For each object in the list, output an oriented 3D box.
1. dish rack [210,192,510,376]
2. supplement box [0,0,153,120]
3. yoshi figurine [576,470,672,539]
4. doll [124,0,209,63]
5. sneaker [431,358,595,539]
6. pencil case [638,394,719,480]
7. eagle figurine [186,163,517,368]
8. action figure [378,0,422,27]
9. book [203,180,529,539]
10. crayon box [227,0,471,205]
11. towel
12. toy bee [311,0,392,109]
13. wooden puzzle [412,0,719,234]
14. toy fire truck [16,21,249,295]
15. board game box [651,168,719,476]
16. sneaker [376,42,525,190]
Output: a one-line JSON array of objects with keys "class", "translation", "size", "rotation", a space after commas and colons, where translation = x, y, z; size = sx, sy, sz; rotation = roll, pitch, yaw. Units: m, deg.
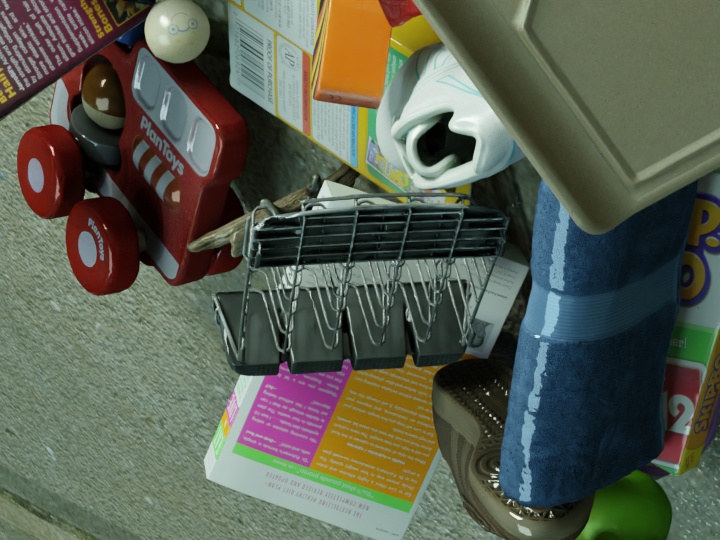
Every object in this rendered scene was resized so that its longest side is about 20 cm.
[{"class": "dish rack", "translation": [0.000, 0.000, 1.124], "size": [0.200, 0.153, 0.055], "rotation": [103, 161, -62]}, {"class": "supplement box", "translation": [-0.199, -0.184, 1.286], "size": [0.086, 0.200, 0.111], "rotation": [-5, 119, 56]}, {"class": "yoshi figurine", "translation": [0.194, 0.160, 1.167], "size": [0.112, 0.199, 0.113], "rotation": [-126, 50, -62]}, {"class": "doll", "translation": [-0.142, -0.219, 1.242], "size": [0.048, 0.136, 0.201], "rotation": [-16, 95, 66]}, {"class": "sneaker", "translation": [0.091, 0.119, 1.169], "size": [0.200, 0.070, 0.076], "rotation": [-114, 13, -66]}, {"class": "pencil case", "translation": [0.135, 0.097, 1.245], "size": [0.085, 0.084, 0.200], "rotation": [22, 153, -16]}, {"class": "eagle figurine", "translation": [0.006, 0.034, 1.325], "size": [0.152, 0.151, 0.201], "rotation": [-27, 89, 49]}, {"class": "action figure", "translation": [0.103, -0.162, 0.985], "size": [0.199, 0.066, 0.052], "rotation": [-7, 125, 24]}, {"class": "book", "translation": [0.001, 0.058, 1.260], "size": [0.048, 0.133, 0.201], "rotation": [-110, 42, -64]}, {"class": "crayon box", "translation": [0.007, -0.118, 1.223], "size": [0.200, 0.052, 0.126], "rotation": [36, 147, 26]}, {"class": "towel", "translation": [0.123, 0.019, 1.038], "size": [0.048, 0.111, 0.201], "rotation": [23, 117, 33]}, {"class": "toy bee", "translation": [0.011, -0.188, 1.100], "size": [0.131, 0.201, 0.109], "rotation": [29, -175, -9]}, {"class": "wooden puzzle", "translation": [0.138, -0.133, 0.910], "size": [0.199, 0.037, 0.185], "rotation": [-31, 114, 18]}, {"class": "toy fire truck", "translation": [-0.147, -0.090, 1.403], "size": [0.200, 0.112, 0.168], "rotation": [51, 136, 35]}, {"class": "board game box", "translation": [0.160, 0.001, 1.096], "size": [0.095, 0.030, 0.201], "rotation": [29, 118, 32]}, {"class": "sneaker", "translation": [0.043, -0.078, 1.076], "size": [0.071, 0.080, 0.200], "rotation": [57, 159, -8]}]
